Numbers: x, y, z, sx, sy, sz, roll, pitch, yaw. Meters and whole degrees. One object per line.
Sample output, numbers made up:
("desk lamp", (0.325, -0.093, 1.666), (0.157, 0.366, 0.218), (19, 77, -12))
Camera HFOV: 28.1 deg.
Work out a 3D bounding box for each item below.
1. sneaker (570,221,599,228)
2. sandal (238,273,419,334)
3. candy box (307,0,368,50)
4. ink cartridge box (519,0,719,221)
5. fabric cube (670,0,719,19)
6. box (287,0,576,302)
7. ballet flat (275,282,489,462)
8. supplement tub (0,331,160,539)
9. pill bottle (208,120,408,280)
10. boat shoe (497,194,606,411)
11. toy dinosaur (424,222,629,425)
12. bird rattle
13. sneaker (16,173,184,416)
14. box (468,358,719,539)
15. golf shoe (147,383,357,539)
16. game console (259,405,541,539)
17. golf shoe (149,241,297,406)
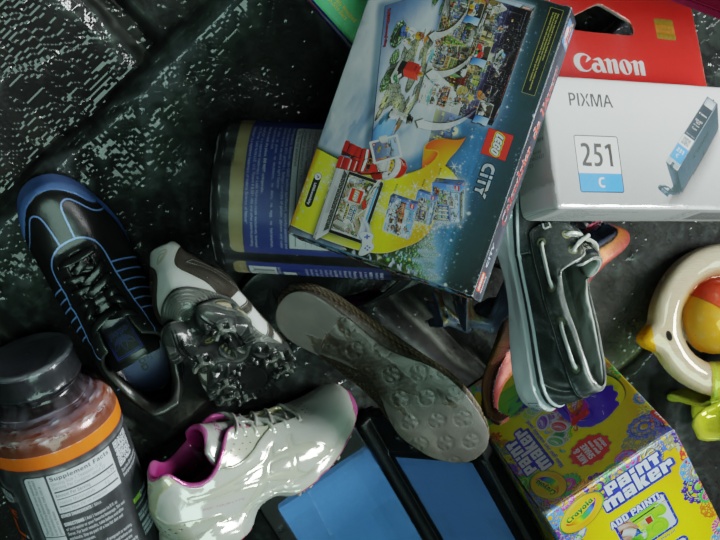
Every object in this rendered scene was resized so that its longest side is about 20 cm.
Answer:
("sneaker", (0.150, -0.133, 1.092), (0.074, 0.081, 0.202), (-23, 86, -23))
("sandal", (0.000, 0.001, 1.140), (0.199, 0.048, 0.076), (-27, 116, -3))
("candy box", (0.041, -0.257, 1.033), (0.200, 0.077, 0.169), (-44, 116, 3))
("ink cartridge box", (0.195, -0.125, 1.040), (0.198, 0.045, 0.178), (-1, 79, -32))
("fabric cube", (0.288, -0.277, 0.995), (0.199, 0.195, 0.201), (-4, 116, -47))
("box", (0.048, -0.096, 0.966), (0.135, 0.038, 0.202), (19, 88, 14))
("ballet flat", (0.018, 0.075, 1.115), (0.199, 0.046, 0.068), (36, 107, -5))
("supplement tub", (-0.224, 0.150, 1.105), (0.106, 0.107, 0.202), (-18, 114, -8))
("pill bottle", (-0.006, -0.050, 1.053), (0.197, 0.112, 0.113), (3, 112, 3))
("boat shoe", (0.143, -0.002, 1.037), (0.072, 0.070, 0.203), (6, 74, -56))
("toy dinosaur", (0.144, 0.018, 1.139), (0.180, 0.105, 0.202), (-8, 75, -22))
("bird rattle", (0.329, 0.048, 1.231), (0.162, 0.113, 0.201), (33, 97, -8))
("sneaker", (-0.188, 0.021, 1.077), (0.070, 0.078, 0.201), (-32, 117, -1))
("box", (0.199, 0.185, 1.188), (0.121, 0.200, 0.194), (-32, 117, -1))
("golf shoe", (-0.084, 0.141, 1.133), (0.200, 0.075, 0.092), (-38, 124, -28))
("game console", (0.043, 0.225, 1.205), (0.117, 0.175, 0.201), (-51, 124, -35))
("golf shoe", (-0.106, 0.039, 1.093), (0.077, 0.095, 0.200), (-27, 156, -2))
